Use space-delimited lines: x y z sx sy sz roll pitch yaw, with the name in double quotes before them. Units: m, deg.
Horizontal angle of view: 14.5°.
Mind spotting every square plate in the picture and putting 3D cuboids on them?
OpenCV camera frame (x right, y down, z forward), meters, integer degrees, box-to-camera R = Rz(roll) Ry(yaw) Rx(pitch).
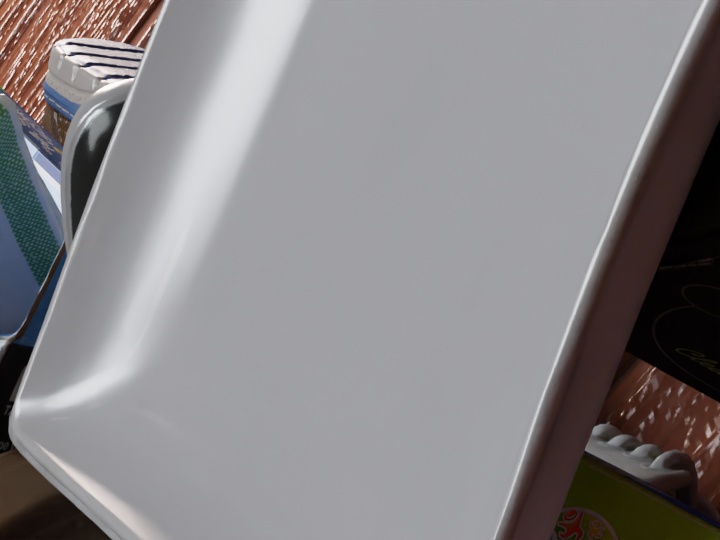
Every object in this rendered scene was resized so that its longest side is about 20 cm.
"square plate" 0.009 -0.027 0.533 0.198 0.028 0.200 31 100 61

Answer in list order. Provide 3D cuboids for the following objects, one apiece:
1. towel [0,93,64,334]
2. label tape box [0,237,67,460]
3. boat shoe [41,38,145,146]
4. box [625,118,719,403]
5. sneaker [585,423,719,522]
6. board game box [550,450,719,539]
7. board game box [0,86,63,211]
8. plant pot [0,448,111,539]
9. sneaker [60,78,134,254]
"towel" -0.154 0.050 0.845 0.031 0.149 0.200 27 68 27
"label tape box" -0.109 0.068 0.848 0.063 0.144 0.200 27 96 26
"boat shoe" -0.065 -0.024 1.038 0.200 0.072 0.072 -137 55 -60
"box" 0.142 -0.062 0.531 0.124 0.148 0.200 -14 53 60
"sneaker" 0.056 0.070 0.693 0.071 0.073 0.200 -29 32 12
"board game box" 0.083 0.131 0.457 0.200 0.045 0.135 28 90 36
"board game box" -0.121 0.033 0.974 0.200 0.034 0.135 41 100 30
"plant pot" -0.088 0.157 0.795 0.093 0.201 0.201 29 91 26
"sneaker" -0.024 0.050 0.712 0.071 0.200 0.099 -19 12 4
